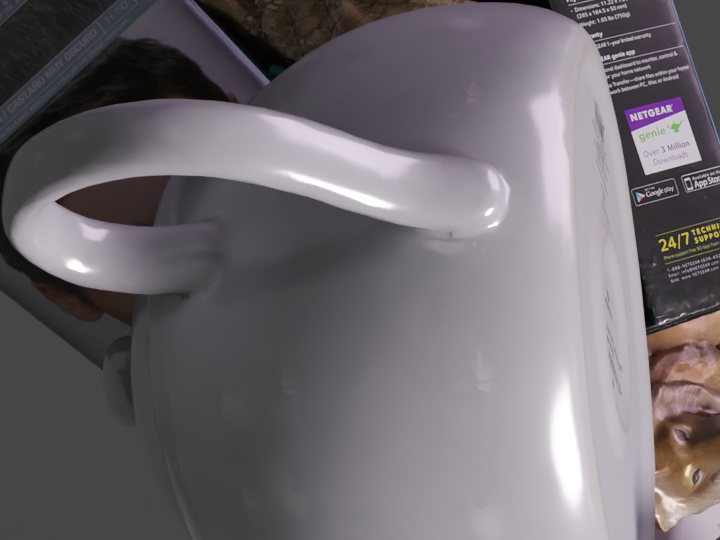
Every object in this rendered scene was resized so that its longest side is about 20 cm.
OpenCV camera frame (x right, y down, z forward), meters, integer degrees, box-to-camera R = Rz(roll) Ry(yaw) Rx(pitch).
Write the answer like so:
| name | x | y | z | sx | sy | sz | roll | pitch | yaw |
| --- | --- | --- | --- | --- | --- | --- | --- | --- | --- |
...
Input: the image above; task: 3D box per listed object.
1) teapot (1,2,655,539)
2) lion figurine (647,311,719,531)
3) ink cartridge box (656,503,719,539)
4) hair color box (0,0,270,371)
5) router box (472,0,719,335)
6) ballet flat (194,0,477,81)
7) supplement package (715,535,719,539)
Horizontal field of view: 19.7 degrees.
| name | x | y | z | sx | sy | sz | roll | pitch | yaw |
| --- | --- | --- | --- | --- | --- | --- | --- | --- | --- |
| teapot | -0.001 | 0.022 | 0.565 | 0.197 | 0.146 | 0.200 | -65 | 148 | -66 |
| lion figurine | 0.095 | 0.001 | 0.823 | 0.200 | 0.122 | 0.072 | 55 | -36 | 12 |
| ink cartridge box | 0.149 | 0.143 | 0.954 | 0.146 | 0.084 | 0.200 | 54 | 23 | -17 |
| hair color box | -0.051 | -0.012 | 0.659 | 0.200 | 0.099 | 0.061 | 45 | 4 | -45 |
| router box | 0.049 | -0.036 | 0.742 | 0.200 | 0.051 | 0.150 | -26 | -100 | 62 |
| ballet flat | -0.016 | -0.086 | 0.716 | 0.200 | 0.065 | 0.071 | 29 | -12 | 43 |
| supplement package | 0.139 | 0.188 | 0.605 | 0.200 | 0.117 | 0.117 | 48 | 6 | 7 |
